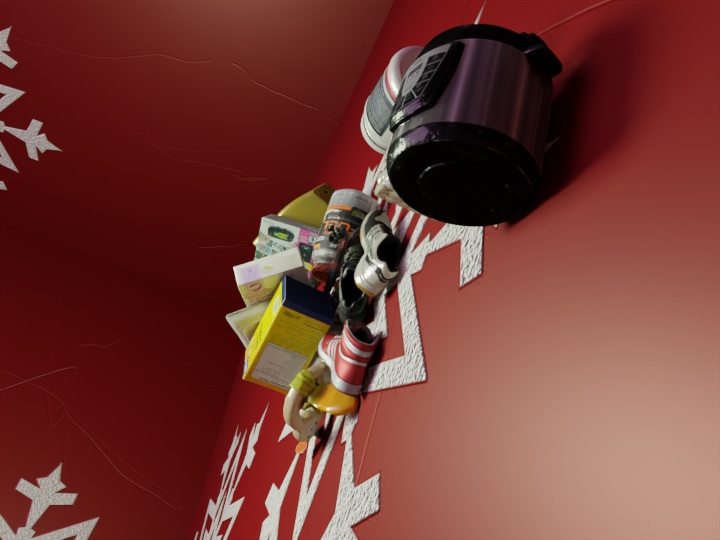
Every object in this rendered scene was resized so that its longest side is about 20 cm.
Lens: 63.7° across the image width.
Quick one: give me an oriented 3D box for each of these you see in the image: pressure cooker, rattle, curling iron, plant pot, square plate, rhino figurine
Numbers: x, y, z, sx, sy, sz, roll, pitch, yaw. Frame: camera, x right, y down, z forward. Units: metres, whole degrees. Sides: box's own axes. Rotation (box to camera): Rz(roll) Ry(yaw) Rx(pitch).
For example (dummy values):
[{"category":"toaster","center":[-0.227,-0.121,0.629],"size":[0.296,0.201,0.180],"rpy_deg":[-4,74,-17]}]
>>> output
[{"category":"pressure cooker","center":[0.128,-0.174,0.668],"size":[0.179,0.174,0.202],"rpy_deg":[76,-152,-63]},{"category":"rattle","center":[-0.060,0.280,1.063],"size":[0.130,0.141,0.202],"rpy_deg":[-41,-39,-60]},{"category":"curling iron","center":[-0.054,-0.018,1.190],"size":[0.050,0.025,0.201],"rpy_deg":[46,143,32]},{"category":"plant pot","center":[-0.112,-0.103,1.471],"size":[0.200,0.195,0.194],"rpy_deg":[-49,0,25]},{"category":"square plate","center":[-0.172,0.129,1.285],"size":[0.201,0.196,0.029],"rpy_deg":[74,175,-51]},{"category":"rhino figurine","center":[-0.078,0.086,1.379],"size":[0.200,0.059,0.088],"rpy_deg":[145,141,-65]}]

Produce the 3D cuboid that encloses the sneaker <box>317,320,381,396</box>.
[{"category":"sneaker","center":[-0.021,0.129,1.037],"size":[0.200,0.070,0.114],"rpy_deg":[-130,58,-67]}]

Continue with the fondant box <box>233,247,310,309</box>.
[{"category":"fondant box","center":[-0.177,0.052,1.263],"size":[0.201,0.143,0.059],"rpy_deg":[78,173,-50]}]

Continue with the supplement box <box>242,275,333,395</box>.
[{"category":"supplement box","center":[-0.148,0.133,1.179],"size":[0.201,0.108,0.110],"rpy_deg":[-60,18,19]}]

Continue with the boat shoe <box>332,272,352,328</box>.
[{"category":"boat shoe","center":[-0.016,0.021,1.196],"size":[0.072,0.067,0.202],"rpy_deg":[141,148,-66]}]

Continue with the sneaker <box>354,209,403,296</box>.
[{"category":"sneaker","center":[0.047,-0.046,1.075],"size":[0.087,0.075,0.202],"rpy_deg":[-38,34,38]}]

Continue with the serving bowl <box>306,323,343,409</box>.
[{"category":"serving bowl","center":[-0.083,0.194,1.212],"size":[0.200,0.065,0.202],"rpy_deg":[-159,90,-77]}]

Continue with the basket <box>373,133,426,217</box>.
[{"category":"basket","center":[0.113,-0.182,0.841],"size":[0.123,0.134,0.202],"rpy_deg":[162,128,-79]}]

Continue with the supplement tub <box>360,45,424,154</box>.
[{"category":"supplement tub","center":[0.089,-0.333,1.161],"size":[0.200,0.139,0.142],"rpy_deg":[139,150,-64]}]

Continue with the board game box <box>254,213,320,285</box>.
[{"category":"board game box","center":[-0.175,-0.015,1.380],"size":[0.064,0.146,0.202],"rpy_deg":[-43,-32,-71]}]

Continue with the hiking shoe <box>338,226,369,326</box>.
[{"category":"hiking shoe","center":[0.000,0.000,1.113],"size":[0.101,0.075,0.202],"rpy_deg":[94,-178,-70]}]

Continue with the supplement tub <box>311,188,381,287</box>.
[{"category":"supplement tub","center":[-0.035,-0.069,1.301],"size":[0.122,0.121,0.202],"rpy_deg":[145,144,-68]}]
